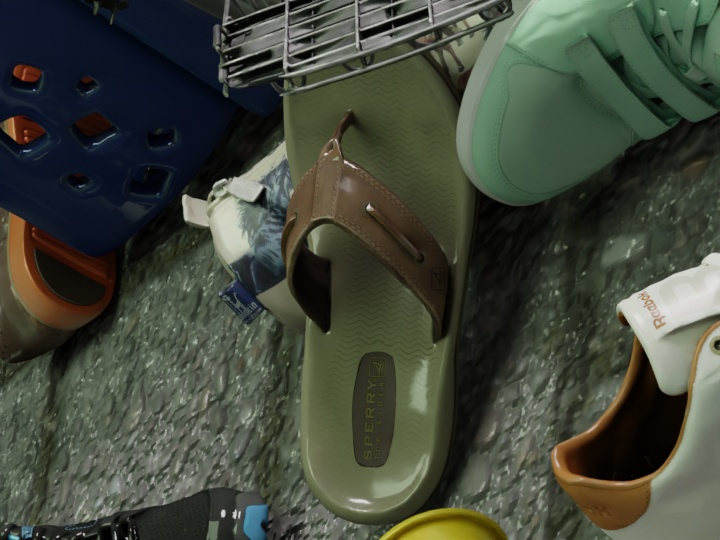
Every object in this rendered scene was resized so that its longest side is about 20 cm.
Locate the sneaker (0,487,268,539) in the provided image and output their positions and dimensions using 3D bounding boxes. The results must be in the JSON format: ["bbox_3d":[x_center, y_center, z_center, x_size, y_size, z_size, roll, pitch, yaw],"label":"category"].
[{"bbox_3d":[-0.117,0.141,1.270,0.200,0.082,0.073,-32,39,41],"label":"sneaker"}]

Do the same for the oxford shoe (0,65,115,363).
[{"bbox_3d":[-0.169,-0.044,1.523,0.073,0.071,0.200,-43,35,40],"label":"oxford shoe"}]

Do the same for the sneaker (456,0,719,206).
[{"bbox_3d":[0.116,-0.076,1.076,0.200,0.074,0.118,-43,31,21],"label":"sneaker"}]

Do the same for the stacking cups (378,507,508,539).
[{"bbox_3d":[0.057,0.163,1.006,0.061,0.060,0.200,-53,34,17],"label":"stacking cups"}]

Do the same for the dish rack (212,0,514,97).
[{"bbox_3d":[0.019,-0.121,1.102,0.153,0.055,0.200,-20,30,13],"label":"dish rack"}]

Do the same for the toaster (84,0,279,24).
[{"bbox_3d":[-0.023,-0.174,1.279,0.114,0.129,0.200,8,72,60],"label":"toaster"}]

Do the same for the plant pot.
[{"bbox_3d":[-0.131,-0.156,1.418,0.180,0.200,0.200,-30,39,40],"label":"plant pot"}]

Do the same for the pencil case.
[{"bbox_3d":[0.018,-0.057,1.212,0.200,0.089,0.078,-44,36,28],"label":"pencil case"}]

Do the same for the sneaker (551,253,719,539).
[{"bbox_3d":[0.140,0.013,0.964,0.200,0.085,0.073,-53,28,13],"label":"sneaker"}]

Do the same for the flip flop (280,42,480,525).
[{"bbox_3d":[0.000,0.000,1.148,0.081,0.058,0.201,2,90,22],"label":"flip flop"}]
